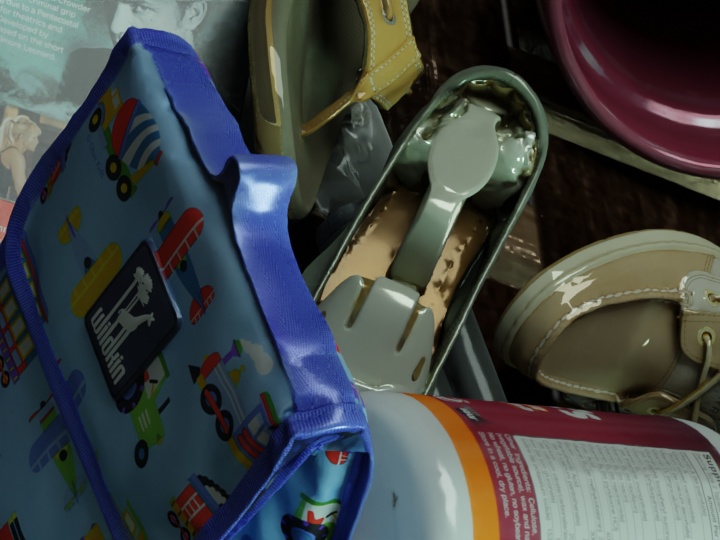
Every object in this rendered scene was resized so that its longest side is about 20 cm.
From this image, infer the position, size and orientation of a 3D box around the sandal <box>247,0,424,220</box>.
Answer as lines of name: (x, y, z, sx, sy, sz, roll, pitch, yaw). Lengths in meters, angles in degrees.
sandal: (0.002, -0.093, 1.017, 0.054, 0.080, 0.200, -1, 32, 21)

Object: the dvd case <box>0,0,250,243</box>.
dvd case: (-0.113, -0.056, 0.956, 0.146, 0.022, 0.200, 17, 72, -23)

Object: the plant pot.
plant pot: (0.175, -0.168, 1.274, 0.200, 0.200, 0.179, 24, 21, -14)

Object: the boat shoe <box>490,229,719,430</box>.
boat shoe: (0.143, 0.031, 1.102, 0.200, 0.074, 0.069, -1, 43, -41)

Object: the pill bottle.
pill bottle: (0.076, 0.103, 0.934, 0.200, 0.110, 0.110, 7, 44, -34)

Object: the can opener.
can opener: (0.000, 0.000, 1.052, 0.053, 0.067, 0.200, -1, 62, -40)

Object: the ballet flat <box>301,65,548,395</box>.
ballet flat: (0.012, 0.004, 0.973, 0.067, 0.064, 0.200, 28, 61, 0)

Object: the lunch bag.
lunch bag: (-0.054, 0.036, 0.814, 0.094, 0.200, 0.151, -4, 52, -28)
